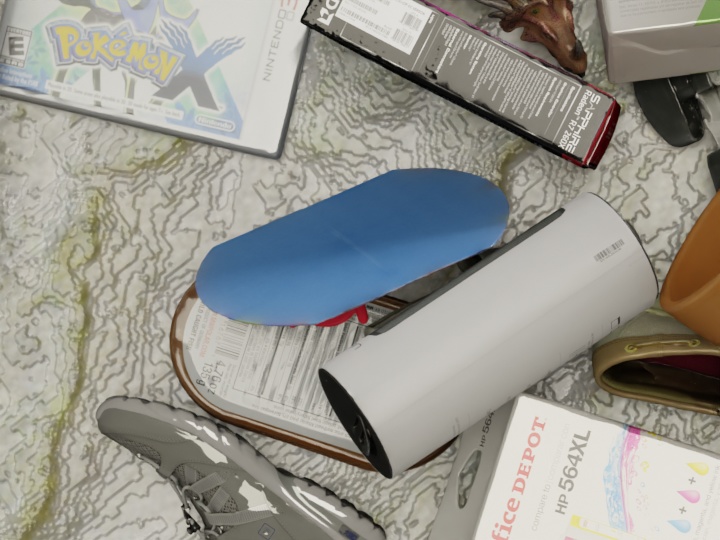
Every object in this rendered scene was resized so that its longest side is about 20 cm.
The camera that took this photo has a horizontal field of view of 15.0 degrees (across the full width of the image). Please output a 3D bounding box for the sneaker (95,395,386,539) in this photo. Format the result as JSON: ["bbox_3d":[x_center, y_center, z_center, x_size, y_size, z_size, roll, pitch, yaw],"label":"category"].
[{"bbox_3d":[-0.086,0.146,1.727,0.200,0.075,0.082,31,87,5],"label":"sneaker"}]

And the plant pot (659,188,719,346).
[{"bbox_3d":[0.293,-0.014,1.612,0.140,0.200,0.200,38,89,-5],"label":"plant pot"}]

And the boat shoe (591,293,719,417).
[{"bbox_3d":[0.240,0.068,1.704,0.199,0.074,0.066,9,46,13],"label":"boat shoe"}]

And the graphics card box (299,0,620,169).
[{"bbox_3d":[0.066,-0.128,1.714,0.200,0.125,0.051,26,95,6],"label":"graphics card box"}]

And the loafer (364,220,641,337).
[{"bbox_3d":[0.090,0.015,1.704,0.200,0.070,0.070,-33,115,-23],"label":"loafer"}]

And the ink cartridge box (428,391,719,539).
[{"bbox_3d":[0.148,0.157,1.686,0.200,0.125,0.129,17,87,5],"label":"ink cartridge box"}]

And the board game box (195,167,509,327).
[{"bbox_3d":[0.000,0.000,1.696,0.200,0.158,0.039,-24,117,-16],"label":"board game box"}]

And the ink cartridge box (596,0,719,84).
[{"bbox_3d":[0.199,-0.225,1.724,0.117,0.067,0.200,-6,65,3],"label":"ink cartridge box"}]

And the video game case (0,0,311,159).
[{"bbox_3d":[-0.128,-0.182,1.784,0.200,0.022,0.183,13,86,5],"label":"video game case"}]

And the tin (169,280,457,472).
[{"bbox_3d":[-0.026,0.060,1.751,0.200,0.042,0.112,17,91,5],"label":"tin"}]

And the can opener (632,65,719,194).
[{"bbox_3d":[0.235,-0.061,1.741,0.066,0.053,0.200,-26,81,36],"label":"can opener"}]

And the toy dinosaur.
[{"bbox_3d":[0.060,-0.201,1.706,0.200,0.136,0.086,15,111,-31],"label":"toy dinosaur"}]

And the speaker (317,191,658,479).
[{"bbox_3d":[0.075,0.039,1.625,0.200,0.081,0.081,-33,84,-12],"label":"speaker"}]
